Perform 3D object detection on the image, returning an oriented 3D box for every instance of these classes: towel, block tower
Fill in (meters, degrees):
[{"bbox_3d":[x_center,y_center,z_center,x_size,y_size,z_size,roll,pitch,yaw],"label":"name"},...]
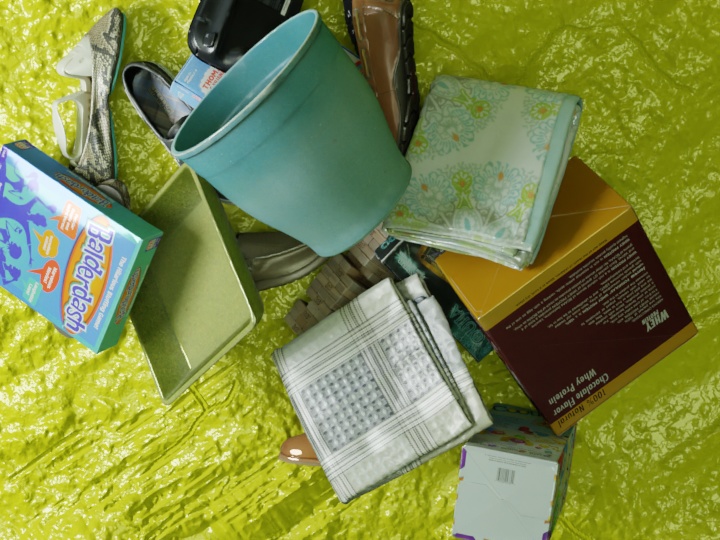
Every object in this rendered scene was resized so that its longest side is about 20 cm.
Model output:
[{"bbox_3d":[0.021,0.124,1.419,0.199,0.035,0.194,-30,72,11],"label":"towel"},{"bbox_3d":[0.127,-0.108,1.382,0.170,0.048,0.202,14,71,21],"label":"towel"},{"bbox_3d":[0.000,0.000,1.497,0.200,0.058,0.054,-51,137,8],"label":"block tower"}]

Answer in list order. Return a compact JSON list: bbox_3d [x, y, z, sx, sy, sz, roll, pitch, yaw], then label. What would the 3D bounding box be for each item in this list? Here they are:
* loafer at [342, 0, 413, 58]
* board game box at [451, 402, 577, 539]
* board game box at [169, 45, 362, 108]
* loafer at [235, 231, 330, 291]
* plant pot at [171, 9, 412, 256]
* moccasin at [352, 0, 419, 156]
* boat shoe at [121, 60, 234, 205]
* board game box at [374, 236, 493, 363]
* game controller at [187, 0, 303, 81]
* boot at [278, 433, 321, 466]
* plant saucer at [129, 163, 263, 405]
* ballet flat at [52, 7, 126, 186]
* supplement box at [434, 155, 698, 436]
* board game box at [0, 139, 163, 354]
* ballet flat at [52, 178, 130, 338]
[{"bbox_3d":[0.008,-0.329,1.449,0.070,0.068,0.203,-21,99,-33],"label":"loafer"},{"bbox_3d":[0.175,0.227,1.467,0.104,0.200,0.104,9,100,15],"label":"board game box"},{"bbox_3d":[-0.086,-0.203,1.445,0.199,0.037,0.152,34,69,-8],"label":"board game box"},{"bbox_3d":[-0.114,-0.014,1.490,0.198,0.076,0.068,-25,105,3],"label":"loafer"},{"bbox_3d":[-0.056,-0.122,1.325,0.200,0.200,0.188,-42,111,6],"label":"plant pot"},{"bbox_3d":[0.019,-0.193,1.408,0.077,0.074,0.203,4,120,17],"label":"moccasin"},{"bbox_3d":[-0.193,-0.150,1.443,0.069,0.057,0.200,-44,79,11],"label":"boat shoe"},{"bbox_3d":[0.124,-0.001,1.484,0.135,0.028,0.200,-41,123,5],"label":"board game box"},{"bbox_3d":[-0.112,-0.302,1.424,0.104,0.042,0.202,26,73,-23],"label":"game controller"},{"bbox_3d":[-0.011,0.139,1.530,0.198,0.074,0.157,-12,94,0],"label":"boot"},{"bbox_3d":[-0.183,0.015,1.441,0.200,0.048,0.201,-41,66,41],"label":"plant saucer"},{"bbox_3d":[-0.301,-0.190,1.453,0.075,0.068,0.202,0,103,-26],"label":"ballet flat"},{"bbox_3d":[0.225,0.029,1.440,0.197,0.133,0.200,-36,123,2],"label":"supplement box"},{"bbox_3d":[-0.329,-0.027,1.448,0.199,0.045,0.153,32,114,13],"label":"board game box"},{"bbox_3d":[-0.302,-0.014,1.494,0.067,0.046,0.202,22,112,4],"label":"ballet flat"}]
